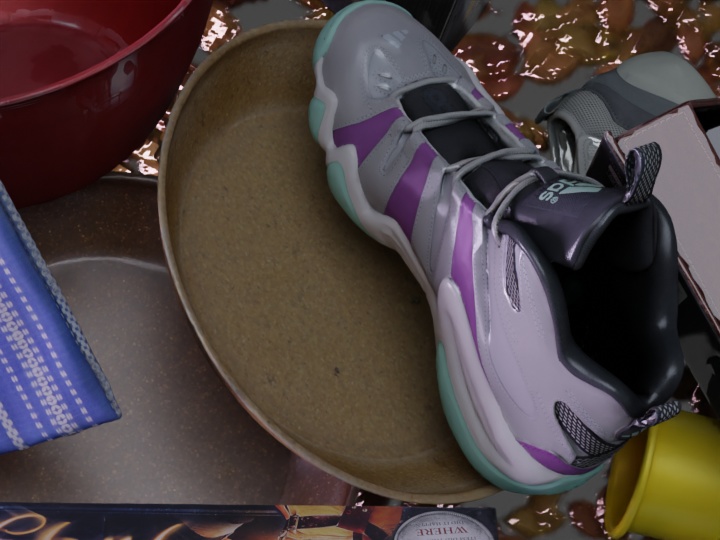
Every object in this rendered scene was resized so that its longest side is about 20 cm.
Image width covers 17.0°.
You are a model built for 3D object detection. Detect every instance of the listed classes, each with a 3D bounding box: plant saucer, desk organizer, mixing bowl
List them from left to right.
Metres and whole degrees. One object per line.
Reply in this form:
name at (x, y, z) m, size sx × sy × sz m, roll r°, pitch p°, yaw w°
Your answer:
mixing bowl at (-0.142, -0.095, 0.917) m, size 0.200 × 0.108 × 0.200 m, roll -3°, pitch 49°, yaw 3°
plant saucer at (-0.098, 0.061, 0.928) m, size 0.200 × 0.037 × 0.201 m, roll 2°, pitch 73°, yaw -6°
plant saucer at (0.000, 0.000, 0.925) m, size 0.200 × 0.035 × 0.200 m, roll 18°, pitch 56°, yaw -30°
desk organizer at (0.166, 0.027, 0.884) m, size 0.077 × 0.072 × 0.200 m, roll -27°, pitch 81°, yaw -6°

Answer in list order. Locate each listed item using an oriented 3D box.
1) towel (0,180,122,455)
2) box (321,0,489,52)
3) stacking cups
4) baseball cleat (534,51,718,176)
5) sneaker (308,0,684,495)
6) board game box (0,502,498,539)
towel at (-0.202, 0.022, 0.851) m, size 0.200 × 0.024 × 0.145 m, roll -18°, pitch 113°, yaw 21°
box at (-0.026, -0.180, 0.947) m, size 0.200 × 0.158 × 0.048 m, roll 39°, pitch 70°, yaw 5°
stacking cups at (0.199, 0.098, 0.940) m, size 0.200 × 0.061 × 0.061 m, roll 14°, pitch 72°, yaw -2°
baseball cleat at (0.141, 0.007, 0.958) m, size 0.106 × 0.070 × 0.200 m, roll -27°, pitch 67°, yaw -23°
sneaker at (0.061, -0.028, 0.860) m, size 0.078 × 0.140 × 0.200 m, roll -24°, pitch 82°, yaw -30°
board game box at (-0.049, 0.137, 0.828) m, size 0.200 × 0.035 × 0.136 m, roll 0°, pitch 37°, yaw -2°
